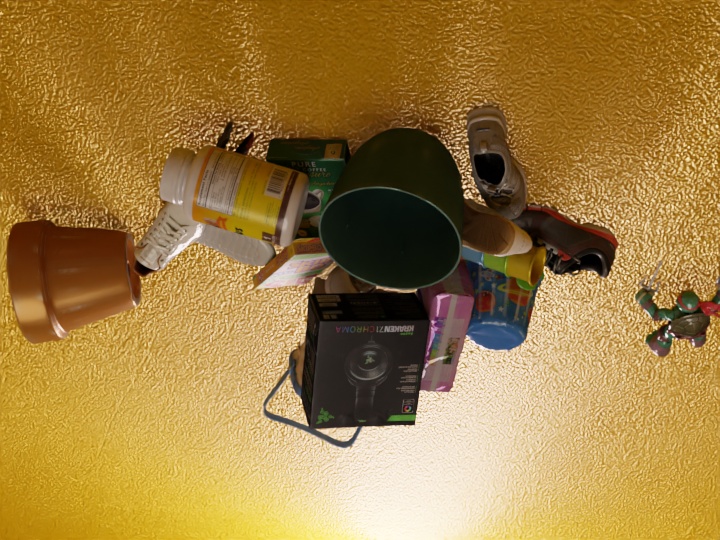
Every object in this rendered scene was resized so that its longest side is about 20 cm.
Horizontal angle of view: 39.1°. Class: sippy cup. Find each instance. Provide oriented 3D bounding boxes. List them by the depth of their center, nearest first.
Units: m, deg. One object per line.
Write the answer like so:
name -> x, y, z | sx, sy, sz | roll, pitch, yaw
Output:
sippy cup -> 0.217, 0.050, 1.602 | 0.138, 0.132, 0.178 | 0, 148, 17

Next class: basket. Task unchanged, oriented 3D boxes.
basket -> -0.046, 0.196, 1.692 | 0.175, 0.140, 0.201 | 25, 110, -20

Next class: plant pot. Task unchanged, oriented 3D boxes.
plant pot -> 0.056, -0.100, 1.418 | 0.198, 0.162, 0.202 | 10, 140, 8
plant pot -> -0.467, 0.009, 1.689 | 0.180, 0.202, 0.201 | -8, 143, -3

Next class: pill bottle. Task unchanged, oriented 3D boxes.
pill bottle -> -0.179, -0.111, 1.442 | 0.197, 0.110, 0.110 | 17, 144, 2

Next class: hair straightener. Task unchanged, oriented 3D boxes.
hair straightener -> -0.234, -0.162, 1.524 | 0.076, 0.041, 0.200 | 27, 145, -21

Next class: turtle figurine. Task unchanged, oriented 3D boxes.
turtle figurine -> 0.507, 0.064, 1.594 | 0.147, 0.102, 0.201 | 2, 148, 11

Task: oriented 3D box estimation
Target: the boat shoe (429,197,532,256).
boat shoe -> 0.168, -0.061, 1.470 | 0.069, 0.072, 0.199 | 13, -167, -39

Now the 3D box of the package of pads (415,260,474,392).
package of pads -> 0.123, 0.079, 1.591 | 0.074, 0.121, 0.202 | 5, 126, -6

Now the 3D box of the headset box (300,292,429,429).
headset box -> 0.003, 0.143, 1.551 | 0.171, 0.093, 0.203 | 1, 116, -14

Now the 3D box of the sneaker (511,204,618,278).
sneaker -> 0.289, -0.037, 1.517 | 0.197, 0.083, 0.077 | 11, 144, 2

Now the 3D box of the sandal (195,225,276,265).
sandal -> -0.222, -0.070, 1.628 | 0.200, 0.050, 0.083 | 20, 141, 11

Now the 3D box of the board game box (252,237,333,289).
board game box -> -0.093, -0.013, 1.601 | 0.094, 0.030, 0.200 | -6, 163, -28

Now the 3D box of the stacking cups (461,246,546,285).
stacking cups -> 0.176, -0.036, 1.516 | 0.198, 0.061, 0.061 | 20, 149, 26

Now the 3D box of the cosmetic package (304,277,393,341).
cosmetic package -> 0.007, 0.091, 1.750 | 0.197, 0.088, 0.104 | 10, 145, 0

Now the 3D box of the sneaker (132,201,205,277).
sneaker -> -0.305, -0.046, 1.600 | 0.073, 0.085, 0.200 | 39, 140, -5

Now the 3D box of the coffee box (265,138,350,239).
coffee box -> -0.064, -0.115, 1.531 | 0.121, 0.044, 0.201 | 2, 143, 12

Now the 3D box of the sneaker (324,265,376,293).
sneaker -> 0.000, 0.000, 1.602 | 0.199, 0.076, 0.114 | -26, 173, 33

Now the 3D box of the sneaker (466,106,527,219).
sneaker -> 0.183, -0.131, 1.419 | 0.074, 0.083, 0.201 | -7, 140, 22
